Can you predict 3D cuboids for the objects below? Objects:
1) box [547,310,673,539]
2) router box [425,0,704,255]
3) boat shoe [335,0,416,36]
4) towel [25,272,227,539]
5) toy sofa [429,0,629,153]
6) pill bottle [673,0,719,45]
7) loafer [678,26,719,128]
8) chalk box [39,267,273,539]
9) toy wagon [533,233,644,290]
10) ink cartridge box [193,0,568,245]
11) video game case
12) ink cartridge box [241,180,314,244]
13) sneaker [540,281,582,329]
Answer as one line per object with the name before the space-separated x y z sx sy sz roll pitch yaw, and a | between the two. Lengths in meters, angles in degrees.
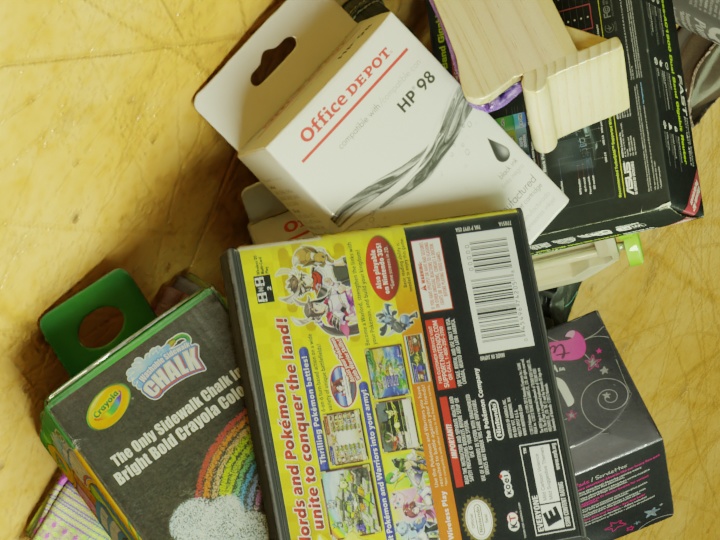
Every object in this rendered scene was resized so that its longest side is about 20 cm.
box | 0.113 0.138 1.815 0.199 0.132 0.115 -21 144 -4
router box | 0.127 -0.115 1.566 0.062 0.149 0.201 12 69 -61
boat shoe | -0.006 -0.082 1.565 0.073 0.062 0.201 -33 143 -46
towel | -0.103 0.119 1.539 0.201 0.143 0.023 -60 -169 -4
toy sofa | 0.080 -0.173 1.486 0.097 0.201 0.083 -23 155 -1
pill bottle | 0.307 -0.207 1.817 0.111 0.200 0.111 -38 144 -34
loafer | 0.310 -0.189 1.974 0.200 0.071 0.073 -51 150 -18
chalk box | -0.109 0.096 1.449 0.125 0.200 0.124 -34 174 -14
toy wagon | 0.116 -0.022 1.734 0.200 0.154 0.040 53 24 -70
ink cartridge box | 0.011 -0.069 1.463 0.116 0.200 0.067 -48 -167 -12
video game case | 0.025 0.074 1.401 0.180 0.201 0.025 -8 171 -17
ink cartridge box | 0.000 0.000 1.573 0.117 0.067 0.200 -25 150 -5
sneaker | 0.145 0.014 1.890 0.079 0.075 0.201 -20 133 -53
